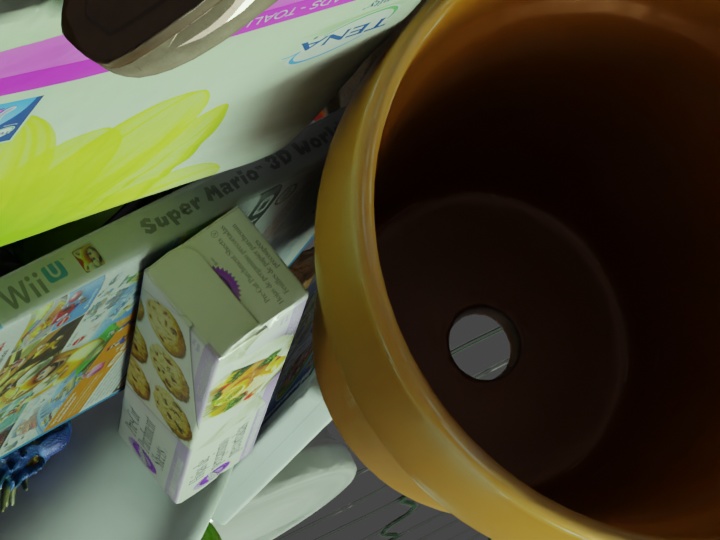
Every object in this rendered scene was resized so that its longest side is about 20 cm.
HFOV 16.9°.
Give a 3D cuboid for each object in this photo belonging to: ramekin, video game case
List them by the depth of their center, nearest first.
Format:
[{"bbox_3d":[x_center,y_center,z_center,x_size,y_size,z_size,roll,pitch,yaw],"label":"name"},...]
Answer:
[{"bbox_3d":[-0.084,0.015,0.830,0.200,0.018,0.143,-30,167,-41],"label":"video game case"},{"bbox_3d":[0.000,0.000,1.006,0.200,0.018,0.143,-62,-172,-31],"label":"video game case"},{"bbox_3d":[-0.110,0.118,1.339,0.202,0.094,0.202,-28,168,-6],"label":"ramekin"}]

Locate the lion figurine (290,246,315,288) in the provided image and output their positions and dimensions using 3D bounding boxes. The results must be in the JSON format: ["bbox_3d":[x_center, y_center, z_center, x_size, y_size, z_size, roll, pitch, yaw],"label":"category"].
[{"bbox_3d":[-0.081,0.044,1.188,0.200,0.073,0.122,-19,-173,23],"label":"lion figurine"}]

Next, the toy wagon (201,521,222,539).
[{"bbox_3d":[-0.121,0.153,1.037,0.155,0.040,0.200,-47,-155,17],"label":"toy wagon"}]

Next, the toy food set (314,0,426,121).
[{"bbox_3d":[0.076,-0.078,0.877,0.200,0.049,0.198,21,142,-37],"label":"toy food set"}]

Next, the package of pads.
[{"bbox_3d":[-0.071,-0.070,0.677,0.200,0.068,0.155,-20,165,-37],"label":"package of pads"}]

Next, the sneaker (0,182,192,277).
[{"bbox_3d":[-0.131,-0.004,0.834,0.200,0.071,0.083,-38,164,11],"label":"sneaker"}]

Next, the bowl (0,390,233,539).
[{"bbox_3d":[-0.143,0.082,1.011,0.201,0.090,0.201,-42,-153,27],"label":"bowl"}]

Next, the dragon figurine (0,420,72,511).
[{"bbox_3d":[-0.204,0.072,0.892,0.200,0.100,0.059,-25,168,-21],"label":"dragon figurine"}]

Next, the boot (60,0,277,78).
[{"bbox_3d":[0.027,-0.112,0.609,0.200,0.070,0.146,-51,149,6],"label":"boot"}]

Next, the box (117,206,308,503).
[{"bbox_3d":[-0.055,0.035,0.851,0.039,0.041,0.200,-35,170,-17],"label":"box"}]

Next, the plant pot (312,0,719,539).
[{"bbox_3d":[0.068,0.008,0.808,0.200,0.200,0.183,-25,174,-21],"label":"plant pot"}]
